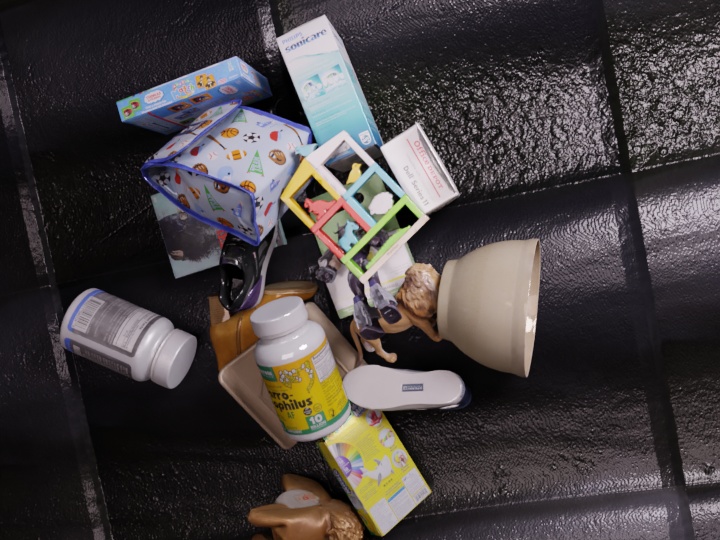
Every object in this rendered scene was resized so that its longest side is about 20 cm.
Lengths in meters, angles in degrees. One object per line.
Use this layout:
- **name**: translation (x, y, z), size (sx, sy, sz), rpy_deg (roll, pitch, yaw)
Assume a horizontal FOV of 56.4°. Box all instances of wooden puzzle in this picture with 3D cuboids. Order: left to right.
- **wooden puzzle**: translation (-0.102, 0.173, 1.106), size (0.200, 0.037, 0.185), rpy_deg (-38, 108, 5)

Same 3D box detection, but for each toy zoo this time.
- **toy zoo**: translation (-0.019, -0.098, 0.932), size (0.200, 0.020, 0.131), rpy_deg (45, 102, 1)

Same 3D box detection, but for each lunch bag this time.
- **lunch bag**: translation (-0.192, -0.158, 0.977), size (0.199, 0.170, 0.124), rpy_deg (23, 141, 17)

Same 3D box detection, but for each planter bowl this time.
- **planter bowl**: translation (0.189, 0.050, 0.997), size (0.134, 0.200, 0.202), rpy_deg (4, 96, 19)

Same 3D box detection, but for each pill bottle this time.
- **pill bottle**: translation (-0.386, 0.117, 1.129), size (0.199, 0.114, 0.114), rpy_deg (22, 98, 7)
- **pill bottle**: translation (-0.095, 0.146, 1.020), size (0.112, 0.113, 0.201), rpy_deg (-14, 109, 10)

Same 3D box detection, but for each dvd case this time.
- **dvd case**: translation (-0.232, -0.083, 1.093), size (0.199, 0.022, 0.147), rpy_deg (-16, 91, 11)

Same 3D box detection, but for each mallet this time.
- **mallet**: translation (-0.139, -0.163, 1.107), size (0.066, 0.041, 0.201), rpy_deg (-20, 83, 26)

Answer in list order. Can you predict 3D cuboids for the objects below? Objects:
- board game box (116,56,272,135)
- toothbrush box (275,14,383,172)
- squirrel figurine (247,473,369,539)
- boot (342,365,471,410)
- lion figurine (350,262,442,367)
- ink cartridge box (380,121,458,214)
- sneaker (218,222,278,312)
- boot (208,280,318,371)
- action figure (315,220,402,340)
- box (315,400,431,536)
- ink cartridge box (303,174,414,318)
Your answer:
- **board game box**: translation (-0.255, -0.269, 1.056), size (0.199, 0.151, 0.037), rpy_deg (-16, 91, 10)
- **toothbrush box**: translation (-0.040, -0.261, 1.025), size (0.085, 0.146, 0.201), rpy_deg (-23, 90, 10)
- **squirrel figurine**: translation (-0.081, 0.461, 1.101), size (0.199, 0.142, 0.188), rpy_deg (7, 102, 11)
- **boot**: translation (0.076, 0.197, 1.076), size (0.199, 0.090, 0.073), rpy_deg (0, 69, 22)
- **lion figurine**: translation (0.049, 0.073, 1.040), size (0.199, 0.073, 0.123), rpy_deg (-31, 125, 12)
- **ink cartridge box**: translation (0.089, -0.144, 0.986), size (0.067, 0.200, 0.118), rpy_deg (-30, 89, 10)
- **sneaker**: translation (-0.176, -0.035, 1.029), size (0.075, 0.088, 0.202), rpy_deg (6, 93, 10)
- **boot**: translation (-0.154, 0.099, 1.120), size (0.200, 0.071, 0.145), rpy_deg (-9, 100, 12)
- **action figure**: translation (0.000, 0.000, 1.008), size (0.130, 0.069, 0.201), rpy_deg (-39, 53, 22)
- **box**: translation (0.014, 0.307, 1.084), size (0.117, 0.048, 0.201), rpy_deg (-31, 91, -31)
- **ink cartridge box**: translation (-0.001, -0.041, 1.088), size (0.145, 0.048, 0.201), rpy_deg (-21, 94, 11)
